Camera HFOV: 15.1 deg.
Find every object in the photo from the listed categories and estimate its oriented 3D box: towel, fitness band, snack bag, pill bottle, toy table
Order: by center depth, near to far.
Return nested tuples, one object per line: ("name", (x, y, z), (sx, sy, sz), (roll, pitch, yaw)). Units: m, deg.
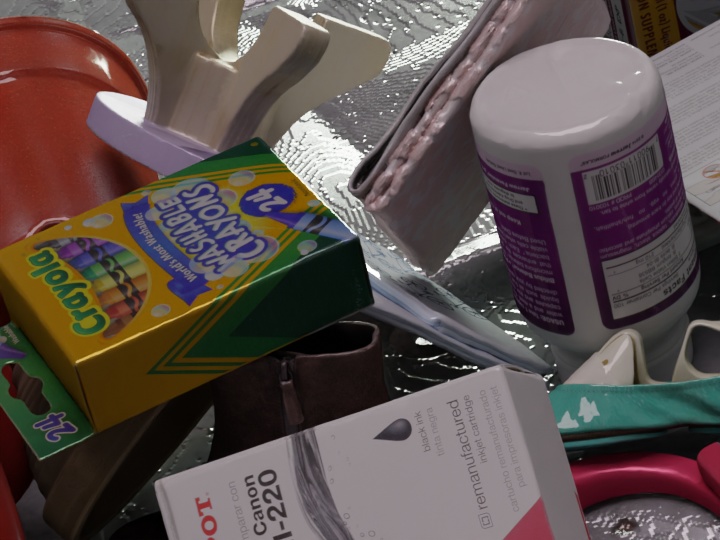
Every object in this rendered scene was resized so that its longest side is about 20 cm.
("fitness band", (0.157, 0.160, 1.453), (0.143, 0.038, 0.200), (-25, 33, -8))
("pill bottle", (0.136, -0.024, 1.574), (0.112, 0.201, 0.112), (-11, 34, 7))
("toy table", (-0.082, -0.114, 1.631), (0.183, 0.117, 0.200), (15, 11, -40))
("snack bag", (0.000, 0.000, 1.635), (0.021, 0.200, 0.189), (-60, 38, 7))
("towel", (0.075, -0.099, 1.638), (0.032, 0.191, 0.200), (36, 89, 17))

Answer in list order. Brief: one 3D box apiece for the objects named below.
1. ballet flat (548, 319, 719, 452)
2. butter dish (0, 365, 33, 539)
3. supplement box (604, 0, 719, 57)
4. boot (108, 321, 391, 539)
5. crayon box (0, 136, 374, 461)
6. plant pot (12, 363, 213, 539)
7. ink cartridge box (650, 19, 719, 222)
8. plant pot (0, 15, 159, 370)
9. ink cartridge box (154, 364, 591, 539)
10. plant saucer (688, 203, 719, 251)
("ballet flat", (0.175, 0.065, 1.534), (0.199, 0.071, 0.067), (-5, -3, 8))
("butter dish", (-0.268, 0.081, 1.605), (0.199, 0.201, 0.148), (-14, 11, 32))
("supplement box", (0.252, -0.223, 1.879), (0.199, 0.131, 0.103), (-24, 36, -11))
("boot", (-0.065, 0.102, 1.505), (0.199, 0.167, 0.072), (-8, 37, 12))
("crayon box", (-0.110, 0.011, 1.454), (0.200, 0.052, 0.126), (-26, 38, -16))
("plant pot", (-0.136, 0.054, 1.568), (0.093, 0.201, 0.201), (38, 51, 6))
("ink cartridge box", (0.235, -0.080, 1.666), (0.162, 0.057, 0.200), (-28, 41, -18))
("plant pot", (-0.205, -0.028, 1.749), (0.200, 0.201, 0.195), (-21, 41, -7))
("ink cartridge box", (0.011, 0.147, 1.394), (0.199, 0.146, 0.085), (-20, -12, 16))
("plant saucer", (0.186, -0.054, 1.733), (0.199, 0.050, 0.200), (-11, 33, 7))
